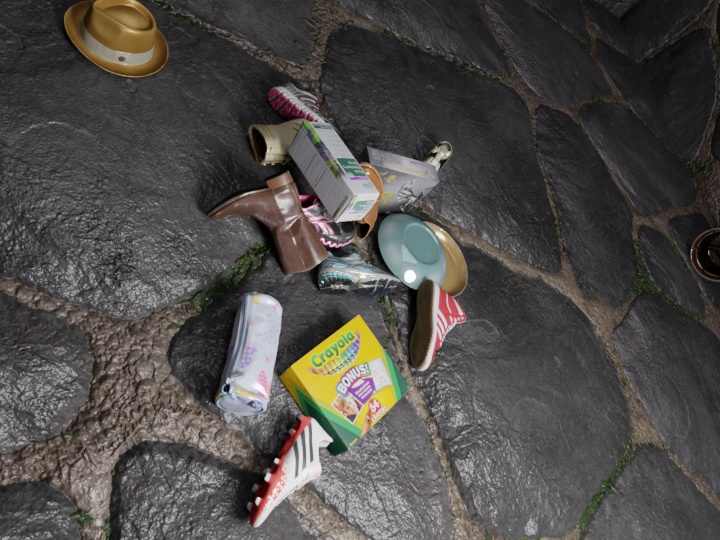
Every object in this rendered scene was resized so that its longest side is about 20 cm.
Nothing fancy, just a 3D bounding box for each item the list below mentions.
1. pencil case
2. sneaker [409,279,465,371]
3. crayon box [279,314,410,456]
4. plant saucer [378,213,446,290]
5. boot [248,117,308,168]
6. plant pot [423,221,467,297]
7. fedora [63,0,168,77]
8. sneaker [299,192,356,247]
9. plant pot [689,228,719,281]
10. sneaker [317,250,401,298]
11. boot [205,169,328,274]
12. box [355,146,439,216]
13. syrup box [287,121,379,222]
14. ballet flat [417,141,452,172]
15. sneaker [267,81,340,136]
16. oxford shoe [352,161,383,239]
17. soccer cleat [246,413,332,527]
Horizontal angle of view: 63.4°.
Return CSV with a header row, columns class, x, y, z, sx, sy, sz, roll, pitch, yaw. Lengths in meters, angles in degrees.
class,x,y,z,sx,sy,sz,roll,pitch,yaw
pencil case,-0.185,0.138,0.976,0.091,0.082,0.203,42,40,-39
sneaker,0.169,0.132,1.265,0.112,0.071,0.204,30,59,-33
crayon box,-0.024,0.206,1.076,0.199,0.058,0.174,-33,86,-45
plant saucer,0.131,-0.053,1.335,0.198,0.039,0.204,20,52,-27
boot,-0.141,-0.238,1.252,0.154,0.073,0.202,-17,73,-43
plant pot,0.174,-0.023,1.396,0.197,0.027,0.204,19,53,-27
fedora,-0.467,-0.476,1.140,0.198,0.082,0.204,19,53,-27
sneaker,-0.083,-0.113,1.196,0.197,0.096,0.080,12,32,-33
plant pot,1.427,-0.068,2.291,0.196,0.199,0.203,-8,68,-48
sneaker,0.000,0.000,1.213,0.197,0.078,0.088,9,54,-34
boot,-0.176,-0.065,1.123,0.064,0.183,0.203,-106,173,-70
box,0.055,-0.193,1.317,0.197,0.158,0.049,7,58,-35
syrup box,-0.055,-0.197,1.161,0.078,0.082,0.202,-10,58,-46
ballet flat,0.190,-0.287,1.546,0.067,0.064,0.201,43,46,-7
sneaker,-0.115,-0.366,1.351,0.199,0.074,0.088,39,52,-5
oxford shoe,0.011,-0.143,1.236,0.070,0.202,0.072,8,54,9
soccer cleat,-0.109,0.324,0.933,0.085,0.069,0.201,37,42,-7
